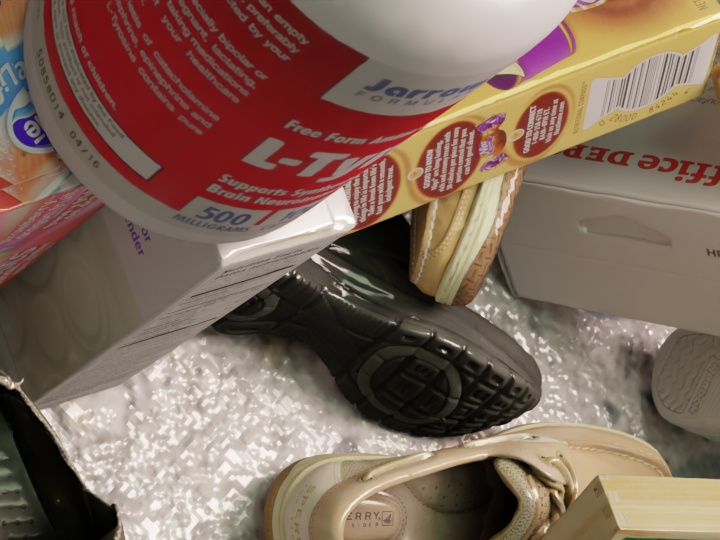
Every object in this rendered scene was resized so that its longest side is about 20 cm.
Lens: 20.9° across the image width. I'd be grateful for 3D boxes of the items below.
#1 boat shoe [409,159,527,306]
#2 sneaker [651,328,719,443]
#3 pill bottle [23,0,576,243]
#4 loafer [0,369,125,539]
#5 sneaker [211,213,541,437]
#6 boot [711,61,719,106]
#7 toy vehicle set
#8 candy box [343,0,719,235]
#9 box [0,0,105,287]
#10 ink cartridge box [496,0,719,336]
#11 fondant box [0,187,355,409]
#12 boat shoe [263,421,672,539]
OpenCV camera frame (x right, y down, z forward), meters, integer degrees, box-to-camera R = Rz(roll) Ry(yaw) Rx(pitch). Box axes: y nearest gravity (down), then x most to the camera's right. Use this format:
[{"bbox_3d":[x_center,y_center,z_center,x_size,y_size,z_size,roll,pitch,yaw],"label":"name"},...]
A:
[{"bbox_3d":[0.035,-0.078,0.827,0.076,0.072,0.201,18,54,-8],"label":"boat shoe"},{"bbox_3d":[0.240,0.061,0.882,0.117,0.200,0.074,16,85,-33],"label":"sneaker"},{"bbox_3d":[-0.007,-0.089,0.527,0.111,0.200,0.113,11,67,-27],"label":"pill bottle"},{"bbox_3d":[-0.117,0.117,0.696,0.075,0.069,0.201,-37,108,-35],"label":"loafer"},{"bbox_3d":[0.000,0.000,0.830,0.199,0.076,0.091,32,49,-24],"label":"sneaker"},{"bbox_3d":[0.207,-0.132,0.824,0.175,0.066,0.200,43,58,4],"label":"boot"},{"bbox_3d":[0.153,0.138,0.840,0.198,0.125,0.027,5,46,-30],"label":"toy vehicle set"},{"bbox_3d":[0.027,-0.092,0.767,0.199,0.057,0.117,-23,60,-14],"label":"candy box"},{"bbox_3d":[-0.163,-0.035,0.657,0.094,0.200,0.103,-23,87,-37],"label":"box"},{"bbox_3d":[0.163,-0.073,0.902,0.201,0.145,0.086,-57,143,-32],"label":"ink cartridge box"},{"bbox_3d":[-0.094,-0.044,0.704,0.058,0.200,0.145,-16,81,-35],"label":"fondant box"},{"bbox_3d":[0.060,0.102,0.821,0.198,0.065,0.073,1,88,-30],"label":"boat shoe"}]
